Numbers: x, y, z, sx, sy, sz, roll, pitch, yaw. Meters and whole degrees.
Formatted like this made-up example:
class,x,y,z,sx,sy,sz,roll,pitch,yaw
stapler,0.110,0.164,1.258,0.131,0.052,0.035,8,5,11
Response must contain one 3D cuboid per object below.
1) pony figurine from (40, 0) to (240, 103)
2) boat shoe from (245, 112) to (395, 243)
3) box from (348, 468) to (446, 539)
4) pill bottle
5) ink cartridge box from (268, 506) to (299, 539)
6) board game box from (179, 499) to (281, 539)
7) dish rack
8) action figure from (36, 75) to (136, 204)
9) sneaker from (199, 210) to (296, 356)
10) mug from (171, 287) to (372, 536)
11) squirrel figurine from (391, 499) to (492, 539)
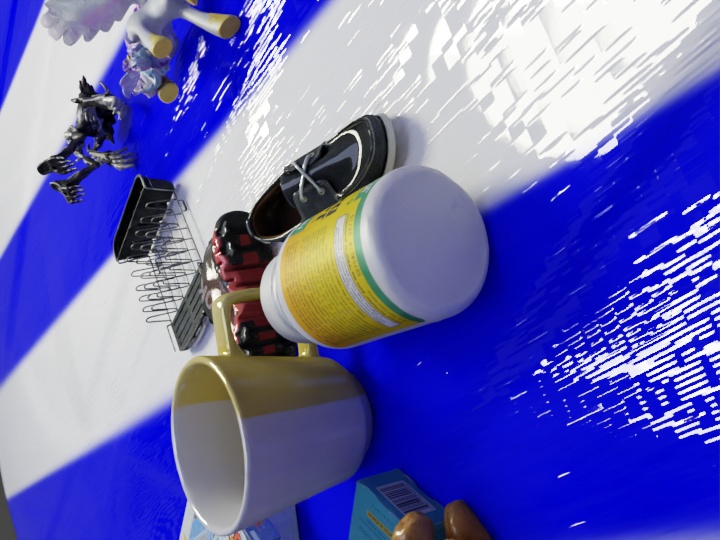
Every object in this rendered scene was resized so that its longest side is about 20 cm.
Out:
class,x,y,z,sx,sy,sz,roll,pitch,yaw
pony figurine,-0.243,-0.283,0.995,0.193,0.166,0.201,-44,50,11
boat shoe,-0.036,-0.075,0.775,0.199,0.067,0.073,-33,66,50
box,0.024,0.284,0.753,0.082,0.048,0.204,30,118,49
pill bottle,0.000,0.000,0.693,0.199,0.111,0.115,-24,76,54
ink cartridge box,-0.108,0.280,0.947,0.093,0.044,0.204,-11,85,53
board game box,-0.152,0.321,0.944,0.135,0.034,0.203,41,125,42
dish rack,-0.250,-0.003,1.102,0.154,0.054,0.202,-56,51,44
action figure,-0.361,-0.186,1.196,0.120,0.100,0.202,82,-162,-48
sneaker,-0.122,0.045,0.910,0.098,0.070,0.204,-38,62,50
mug,-0.068,0.127,0.773,0.149,0.151,0.190,37,123,46
squirrel figurine,0.043,0.278,0.606,0.141,0.184,0.204,18,109,52
